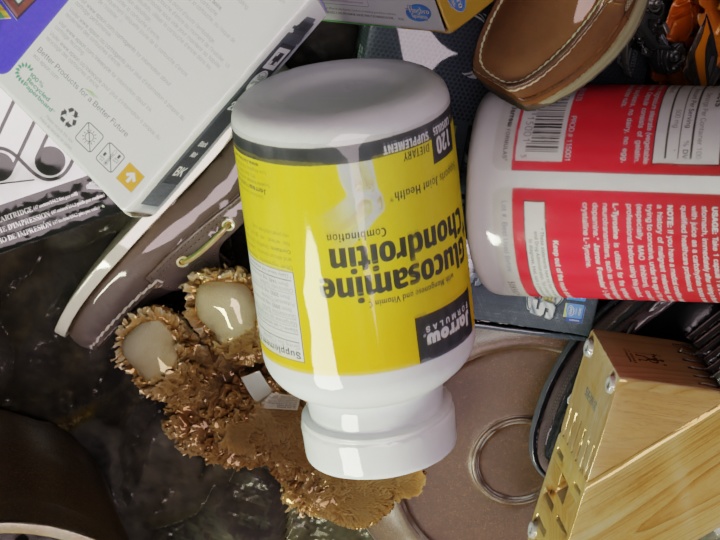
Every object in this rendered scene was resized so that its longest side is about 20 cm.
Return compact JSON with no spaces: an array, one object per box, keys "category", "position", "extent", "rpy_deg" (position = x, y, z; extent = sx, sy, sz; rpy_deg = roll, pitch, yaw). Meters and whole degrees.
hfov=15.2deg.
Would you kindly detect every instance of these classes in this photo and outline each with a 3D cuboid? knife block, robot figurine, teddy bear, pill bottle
[{"category":"knife block","position":[0.201,0.099,1.485],"extent":[0.175,0.064,0.200],"rpy_deg":[10,112,-14]},{"category":"robot figurine","position":[0.207,-0.118,1.469],"extent":[0.145,0.058,0.200],"rpy_deg":[-26,123,-33]},{"category":"teddy bear","position":[-0.047,0.065,1.498],"extent":[0.200,0.067,0.145],"rpy_deg":[26,120,-26]},{"category":"pill bottle","position":[0.000,0.000,1.379],"extent":[0.112,0.112,0.200],"rpy_deg":[-9,112,-4]},{"category":"pill bottle","position":[0.162,-0.040,1.391],"extent":[0.200,0.112,0.112],"rpy_deg":[2,112,16]}]

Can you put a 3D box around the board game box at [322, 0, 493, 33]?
[{"category":"board game box","position":[-0.024,-0.221,1.368],"extent":[0.040,0.153,0.200],"rpy_deg":[-39,123,-32]}]

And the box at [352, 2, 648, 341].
[{"category":"box","position":[0.067,-0.070,1.488],"extent":[0.157,0.051,0.200],"rpy_deg":[9,103,-10]}]

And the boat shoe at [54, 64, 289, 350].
[{"category":"boat shoe","position":[-0.089,-0.025,1.475],"extent":[0.060,0.072,0.200],"rpy_deg":[40,104,-6]}]

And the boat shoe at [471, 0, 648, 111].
[{"category":"boat shoe","position":[0.122,-0.176,1.374],"extent":[0.200,0.076,0.074],"rpy_deg":[-54,153,-10]}]

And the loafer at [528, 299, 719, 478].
[{"category":"loafer","position":[0.172,0.042,1.523],"extent":[0.072,0.063,0.200],"rpy_deg":[42,85,-21]}]

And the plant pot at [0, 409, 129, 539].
[{"category":"plant pot","position":[-0.200,0.182,1.476],"extent":[0.200,0.198,0.201],"rpy_deg":[-4,113,-8]}]

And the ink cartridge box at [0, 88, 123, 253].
[{"category":"ink cartridge box","position":[-0.229,-0.050,1.469],"extent":[0.200,0.044,0.094],"rpy_deg":[-18,110,0]}]

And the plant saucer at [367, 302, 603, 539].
[{"category":"plant saucer","position":[0.090,0.106,1.578],"extent":[0.200,0.032,0.200],"rpy_deg":[-2,110,-7]}]

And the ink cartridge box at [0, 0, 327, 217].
[{"category":"ink cartridge box","position":[-0.118,-0.166,1.393],"extent":[0.198,0.043,0.200],"rpy_deg":[45,104,11]}]

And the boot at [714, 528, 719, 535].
[{"category":"boot","position":[0.253,0.065,1.571],"extent":[0.200,0.074,0.096],"rpy_deg":[-45,131,4]}]
